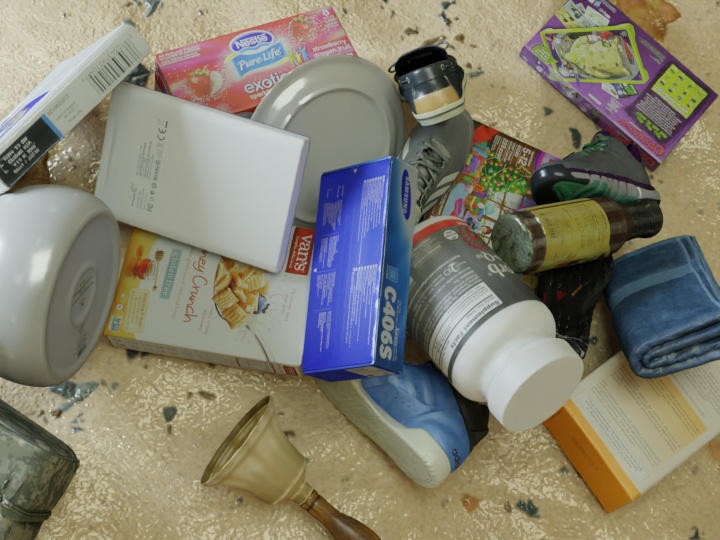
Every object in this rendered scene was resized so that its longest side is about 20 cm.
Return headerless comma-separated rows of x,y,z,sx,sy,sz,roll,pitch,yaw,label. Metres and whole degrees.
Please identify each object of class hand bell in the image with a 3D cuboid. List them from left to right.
-0.043,0.222,1.393,0.200,0.104,0.104,41,67,-8,hand bell

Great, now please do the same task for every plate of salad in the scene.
-0.040,-0.122,1.478,0.199,0.201,0.048,-32,38,-21,plate of salad

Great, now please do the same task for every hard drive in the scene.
-0.155,-0.090,1.409,0.199,0.025,0.133,18,108,14,hard drive

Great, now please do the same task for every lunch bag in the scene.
-0.370,0.189,1.302,0.199,0.139,0.168,32,85,3,lunch bag

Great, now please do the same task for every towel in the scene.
0.303,0.031,1.471,0.111,0.200,0.049,-19,116,9,towel

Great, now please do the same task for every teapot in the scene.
-0.317,0.003,1.350,0.145,0.200,0.199,15,81,11,teapot

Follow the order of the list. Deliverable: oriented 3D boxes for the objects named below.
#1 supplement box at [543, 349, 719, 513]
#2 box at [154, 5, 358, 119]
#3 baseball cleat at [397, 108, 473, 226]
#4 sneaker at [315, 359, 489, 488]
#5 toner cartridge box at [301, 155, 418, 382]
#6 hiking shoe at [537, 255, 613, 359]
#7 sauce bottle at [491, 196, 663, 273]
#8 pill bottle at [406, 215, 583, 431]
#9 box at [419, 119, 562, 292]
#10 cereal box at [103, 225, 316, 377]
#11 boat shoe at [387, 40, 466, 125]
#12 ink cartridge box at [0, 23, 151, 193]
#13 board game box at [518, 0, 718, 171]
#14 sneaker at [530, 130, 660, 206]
0.297,0.135,1.492,0.199,0.074,0.126,-32,79,-20,supplement box
-0.104,-0.183,1.503,0.199,0.100,0.096,-19,66,-17,box
0.056,-0.079,1.471,0.070,0.106,0.201,35,89,-14,baseball cleat
0.041,0.109,1.449,0.200,0.077,0.111,44,60,15,sneaker
0.000,0.000,1.384,0.043,0.095,0.202,22,67,-45,toner cartridge box
0.203,0.044,1.502,0.075,0.101,0.201,22,46,5,hiking shoe
0.222,-0.040,1.468,0.199,0.065,0.065,-10,72,-34,sauce bottle
0.112,0.050,1.388,0.115,0.116,0.200,-28,54,-20,pill bottle
0.133,-0.048,1.543,0.136,0.039,0.201,24,67,-3,box
-0.136,0.018,1.433,0.198,0.040,0.145,8,67,10,cereal box
0.069,-0.202,1.511,0.074,0.200,0.063,-21,108,6,boat shoe
-0.309,-0.144,1.412,0.043,0.200,0.198,48,67,-18,ink cartridge box
0.289,-0.218,1.645,0.200,0.032,0.120,42,64,5,board game box
0.235,-0.107,1.537,0.199,0.074,0.088,9,63,-49,sneaker
